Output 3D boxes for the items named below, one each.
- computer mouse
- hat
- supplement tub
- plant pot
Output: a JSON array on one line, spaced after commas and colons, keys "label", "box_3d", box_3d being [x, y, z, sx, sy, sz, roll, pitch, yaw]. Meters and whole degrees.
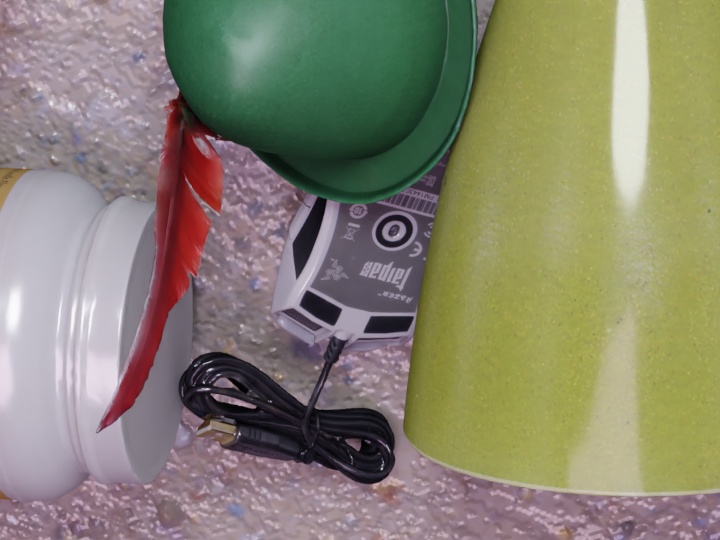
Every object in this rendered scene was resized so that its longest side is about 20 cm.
[{"label": "computer mouse", "box_3d": [0.000, 0.000, 1.213, 0.109, 0.044, 0.200, 16, 117, -21]}, {"label": "hat", "box_3d": [-0.067, -0.085, 1.068, 0.200, 0.176, 0.166, 47, 132, 25]}, {"label": "supplement tub", "box_3d": [-0.183, 0.025, 1.214, 0.199, 0.145, 0.145, 3, 117, 11]}, {"label": "plant pot", "box_3d": [0.108, -0.033, 1.116, 0.186, 0.187, 0.201, 1, 103, 12]}]
